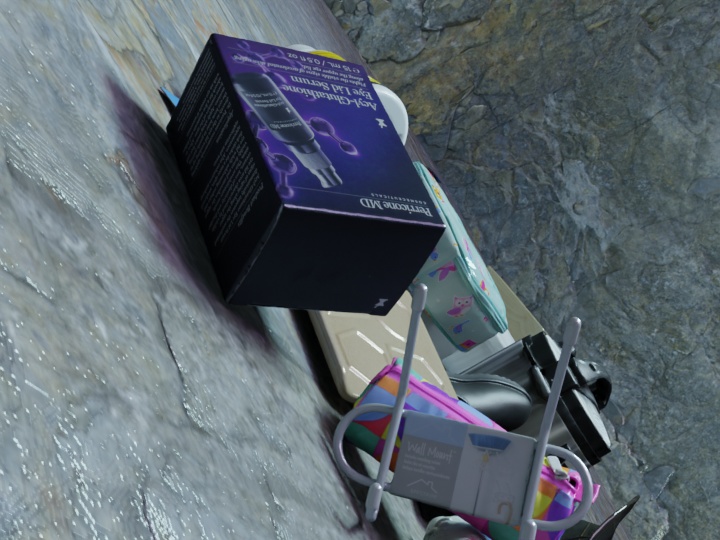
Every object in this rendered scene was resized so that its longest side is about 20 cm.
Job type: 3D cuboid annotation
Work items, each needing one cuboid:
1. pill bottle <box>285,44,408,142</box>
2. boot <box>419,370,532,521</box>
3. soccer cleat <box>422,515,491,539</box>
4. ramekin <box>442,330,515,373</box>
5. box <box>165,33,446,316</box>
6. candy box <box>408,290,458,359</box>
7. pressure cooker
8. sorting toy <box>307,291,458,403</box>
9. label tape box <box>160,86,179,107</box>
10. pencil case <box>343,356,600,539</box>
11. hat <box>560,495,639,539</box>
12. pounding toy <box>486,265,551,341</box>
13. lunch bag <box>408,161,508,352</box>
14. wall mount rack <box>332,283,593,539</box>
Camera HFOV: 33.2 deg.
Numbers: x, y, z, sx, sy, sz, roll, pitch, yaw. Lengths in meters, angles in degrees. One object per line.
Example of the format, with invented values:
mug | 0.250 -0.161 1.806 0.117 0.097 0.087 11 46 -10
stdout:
pill bottle | -0.038 -0.195 1.437 0.114 0.114 0.200 52 -6 -40
boot | 0.119 0.178 1.178 0.164 0.066 0.200 11 26 -18
soccer cleat | 0.073 0.234 0.966 0.086 0.070 0.200 44 1 24
ramekin | 0.155 0.088 1.761 0.203 0.094 0.202 57 10 -15
box | -0.047 -0.073 0.937 0.148 0.104 0.200 5 44 -35
candy box | 0.031 -0.003 1.441 0.168 0.071 0.200 49 14 -49
pressure cooker | 0.203 0.169 1.423 0.179 0.200 0.176 57 8 -17
sorting toy | 0.012 0.068 1.118 0.200 0.036 0.185 28 29 -44
label tape box | -0.082 -0.107 1.109 0.144 0.063 0.200 51 5 18
pencil case | 0.085 0.148 0.959 0.200 0.089 0.088 30 4 11
hat | 0.172 0.271 1.110 0.081 0.201 0.201 31 -2 22
pounding toy | 0.244 0.122 2.106 0.200 0.142 0.184 52 5 23
lunch bag | 0.089 -0.017 1.336 0.160 0.077 0.200 45 19 -55
wall mount rack | 0.082 0.113 0.889 0.075 0.199 0.174 82 21 -73
